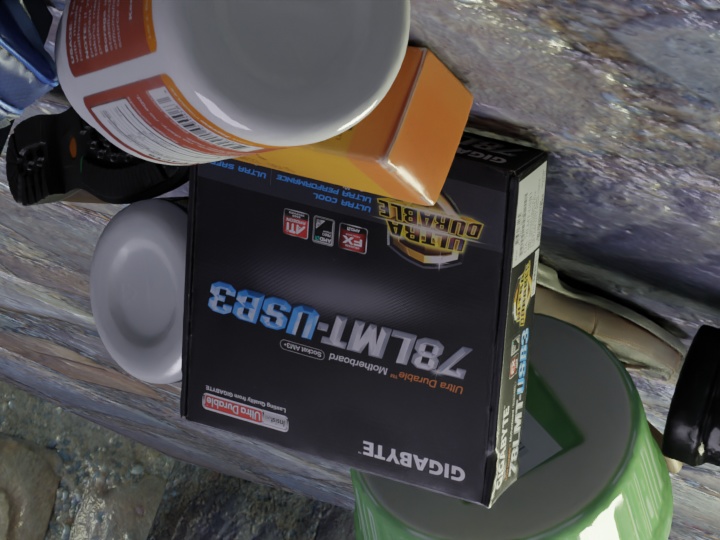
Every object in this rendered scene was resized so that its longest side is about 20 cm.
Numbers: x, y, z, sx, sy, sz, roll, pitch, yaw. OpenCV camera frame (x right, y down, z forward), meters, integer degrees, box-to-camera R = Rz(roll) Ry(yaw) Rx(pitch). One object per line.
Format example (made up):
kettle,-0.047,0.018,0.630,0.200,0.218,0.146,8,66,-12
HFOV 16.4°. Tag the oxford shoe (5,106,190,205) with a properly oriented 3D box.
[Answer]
oxford shoe,-0.142,-0.077,1.563,0.084,0.073,0.200,-1,-179,-34

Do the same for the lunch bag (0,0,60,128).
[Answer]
lunch bag,-0.226,-0.128,1.146,0.136,0.132,0.200,61,-169,28

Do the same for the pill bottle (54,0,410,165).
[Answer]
pill bottle,-0.066,-0.104,1.088,0.112,0.112,0.200,24,170,-21

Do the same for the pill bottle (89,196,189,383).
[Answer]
pill bottle,-0.061,0.007,1.549,0.112,0.112,0.200,10,-169,43

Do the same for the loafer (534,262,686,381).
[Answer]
loafer,0.127,0.039,1.624,0.200,0.063,0.072,27,170,-33

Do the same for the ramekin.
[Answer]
ramekin,0.087,0.121,1.518,0.200,0.200,0.098,16,147,23

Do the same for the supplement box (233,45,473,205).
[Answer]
supplement box,-0.048,-0.090,1.266,0.200,0.069,0.067,12,167,29

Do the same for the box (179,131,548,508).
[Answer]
box,-0.002,0.011,1.372,0.199,0.199,0.050,15,-156,24

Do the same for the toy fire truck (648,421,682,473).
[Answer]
toy fire truck,0.120,0.081,1.778,0.199,0.129,0.176,-5,167,19

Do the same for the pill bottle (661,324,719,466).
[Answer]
pill bottle,0.289,0.101,1.503,0.199,0.112,0.112,17,170,15

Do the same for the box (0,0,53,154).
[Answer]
box,-0.284,-0.141,1.329,0.199,0.107,0.148,19,170,7
